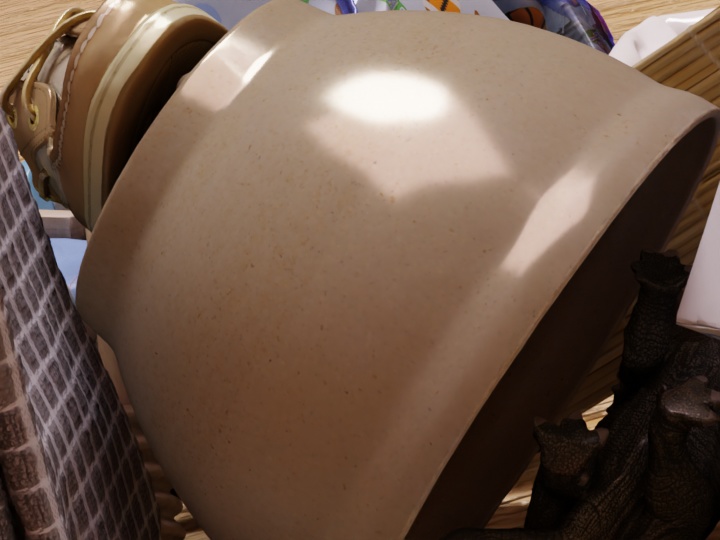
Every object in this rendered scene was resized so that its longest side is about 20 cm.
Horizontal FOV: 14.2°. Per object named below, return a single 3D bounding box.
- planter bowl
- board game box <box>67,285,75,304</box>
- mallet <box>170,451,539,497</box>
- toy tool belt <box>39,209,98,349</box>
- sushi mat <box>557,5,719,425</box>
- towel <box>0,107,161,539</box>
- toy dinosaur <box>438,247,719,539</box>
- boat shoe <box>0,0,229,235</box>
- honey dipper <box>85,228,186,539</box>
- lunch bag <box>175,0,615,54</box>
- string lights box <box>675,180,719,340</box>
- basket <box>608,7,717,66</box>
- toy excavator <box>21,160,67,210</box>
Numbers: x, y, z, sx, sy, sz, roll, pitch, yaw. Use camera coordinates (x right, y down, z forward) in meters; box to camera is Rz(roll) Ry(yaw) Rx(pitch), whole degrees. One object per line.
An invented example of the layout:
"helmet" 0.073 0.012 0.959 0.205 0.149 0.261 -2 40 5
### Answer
"planter bowl" 0.000 0.000 0.877 0.135 0.200 0.200 34 29 10
"board game box" -0.190 0.046 0.974 0.105 0.103 0.200 -6 39 24
"mallet" -0.023 0.069 1.041 0.200 0.066 0.041 -26 -26 0
"toy tool belt" -0.125 0.021 1.113 0.200 0.123 0.125 -4 17 23
"sushi mat" 0.072 -0.002 0.969 0.200 0.096 0.012 -33 16 20
"towel" -0.119 0.049 0.858 0.085 0.200 0.166 -14 15 7
"toy dinosaur" 0.084 0.063 0.870 0.077 0.102 0.200 20 46 18
"boat shoe" -0.082 -0.047 0.930 0.074 0.066 0.200 -52 -7 -14
"honey dipper" -0.090 0.000 1.037 0.038 0.200 0.038 -6 -15 -2
"lunch bag" -0.006 -0.068 1.227 0.200 0.124 0.170 6 -41 -49
"string lights box" 0.199 0.024 0.809 0.200 0.059 0.103 19 -1 -31
"basket" 0.161 -0.022 1.064 0.135 0.124 0.200 -7 17 14
"toy excavator" -0.166 0.001 1.310 0.200 0.100 0.194 -19 9 23
